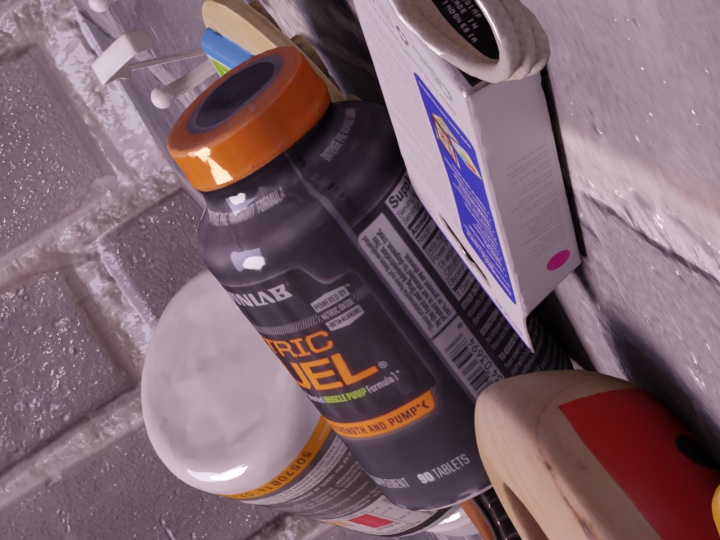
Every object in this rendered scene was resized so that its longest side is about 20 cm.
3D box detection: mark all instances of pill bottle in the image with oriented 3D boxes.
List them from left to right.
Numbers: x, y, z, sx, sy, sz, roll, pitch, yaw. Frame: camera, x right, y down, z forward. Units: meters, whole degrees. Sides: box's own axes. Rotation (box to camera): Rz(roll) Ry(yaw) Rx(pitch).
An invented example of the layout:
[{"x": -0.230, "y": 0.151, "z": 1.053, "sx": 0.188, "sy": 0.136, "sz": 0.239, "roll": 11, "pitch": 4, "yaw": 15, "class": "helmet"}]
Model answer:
[{"x": -0.004, "y": 0.070, "z": 1.235, "sx": 0.199, "sy": 0.117, "sz": 0.117, "roll": 22, "pitch": -155, "yaw": -48, "class": "pill bottle"}, {"x": 0.000, "y": 0.000, "z": 1.084, "sx": 0.200, "sy": 0.106, "sz": 0.106, "roll": 53, "pitch": 177, "yaw": -21, "class": "pill bottle"}]

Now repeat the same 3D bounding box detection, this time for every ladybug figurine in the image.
[{"x": 0.117, "y": 0.115, "z": 0.958, "sx": 0.200, "sy": 0.072, "sz": 0.136, "roll": 56, "pitch": 173, "yaw": 28, "class": "ladybug figurine"}]

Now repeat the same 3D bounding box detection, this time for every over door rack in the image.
[{"x": -0.138, "y": -0.167, "z": 1.384, "sx": 0.148, "sy": 0.066, "sz": 0.200, "roll": 57, "pitch": -160, "yaw": 8, "class": "over door rack"}]

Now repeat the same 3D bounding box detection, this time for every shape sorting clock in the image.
[{"x": -0.008, "y": -0.057, "z": 1.219, "sx": 0.200, "sy": 0.039, "sz": 0.200, "roll": 51, "pitch": 169, "yaw": 13, "class": "shape sorting clock"}]

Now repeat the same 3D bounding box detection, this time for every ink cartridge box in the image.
[{"x": 0.040, "y": -0.053, "z": 0.932, "sx": 0.095, "sy": 0.037, "sz": 0.200, "roll": 55, "pitch": 171, "yaw": 29, "class": "ink cartridge box"}]

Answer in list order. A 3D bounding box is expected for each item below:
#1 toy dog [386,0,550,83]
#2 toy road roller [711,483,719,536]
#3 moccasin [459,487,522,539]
[{"x": 0.002, "y": -0.143, "z": 0.649, "sx": 0.200, "sy": 0.096, "sz": 0.132, "roll": 30, "pitch": 152, "yaw": 46, "class": "toy dog"}, {"x": 0.127, "y": 0.151, "z": 0.684, "sx": 0.123, "sy": 0.145, "sz": 0.200, "roll": 53, "pitch": 173, "yaw": 37, "class": "toy road roller"}, {"x": 0.091, "y": 0.112, "z": 1.136, "sx": 0.078, "sy": 0.073, "sz": 0.201, "roll": 60, "pitch": 179, "yaw": -19, "class": "moccasin"}]
